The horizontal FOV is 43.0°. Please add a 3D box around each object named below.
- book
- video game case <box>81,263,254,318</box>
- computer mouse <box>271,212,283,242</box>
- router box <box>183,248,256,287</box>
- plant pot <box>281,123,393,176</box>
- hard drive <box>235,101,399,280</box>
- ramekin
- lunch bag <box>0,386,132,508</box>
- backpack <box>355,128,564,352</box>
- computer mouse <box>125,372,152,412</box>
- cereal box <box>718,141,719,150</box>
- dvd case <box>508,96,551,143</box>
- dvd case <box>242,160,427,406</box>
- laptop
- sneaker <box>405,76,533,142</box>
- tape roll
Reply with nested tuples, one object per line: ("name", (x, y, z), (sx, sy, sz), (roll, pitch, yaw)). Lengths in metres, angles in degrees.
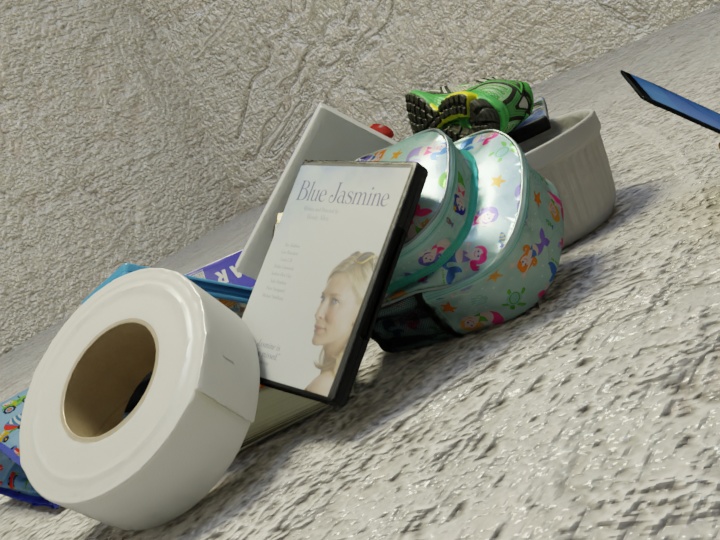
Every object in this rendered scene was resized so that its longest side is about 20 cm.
("book", (-0.102, 0.120, 0.834), (0.199, 0.048, 0.134), (-25, 7, 3))
("video game case", (-0.154, 0.037, 0.888), (0.199, 0.018, 0.143), (12, -22, -29))
("computer mouse", (0.000, 0.000, 0.950), (0.044, 0.199, 0.110), (120, 155, -48))
("router box", (-0.091, 0.008, 1.131), (0.199, 0.049, 0.179), (-22, -16, 8))
("plant pot", (-0.001, -0.101, 1.313), (0.199, 0.184, 0.200), (-23, 11, 5))
("hard drive", (-0.032, -0.061, 0.980), (0.201, 0.131, 0.025), (-60, 17, 18))
("ramekin", (0.173, -0.081, 0.971), (0.199, 0.106, 0.200), (-25, 10, 5))
("lunch bag", (-0.299, 0.176, 0.967), (0.150, 0.095, 0.199), (-31, 21, -37))
("backpack", (0.074, -0.033, 0.813), (0.199, 0.151, 0.179), (-13, 50, 33))
("computer mouse", (-0.194, 0.077, 0.964), (0.200, 0.059, 0.034), (-40, -29, -20))
("cereal box", (0.424, -0.132, 0.774), (0.143, 0.040, 0.200), (-30, 10, -12))
("dvd case", (0.147, -0.152, 1.045), (0.142, 0.018, 0.200), (-24, 11, 16))
("dvd case", (-0.031, 0.002, 0.751), (0.142, 0.018, 0.201), (7, 72, 46))
("laptop", (0.337, -0.162, 0.758), (0.199, 0.104, 0.177), (-28, 12, 18))
("sneaker", (0.112, -0.162, 0.968), (0.085, 0.079, 0.200), (-24, 18, -19))
("tape roll", (-0.179, 0.101, 0.738), (0.201, 0.071, 0.204), (-20, 50, 25))
